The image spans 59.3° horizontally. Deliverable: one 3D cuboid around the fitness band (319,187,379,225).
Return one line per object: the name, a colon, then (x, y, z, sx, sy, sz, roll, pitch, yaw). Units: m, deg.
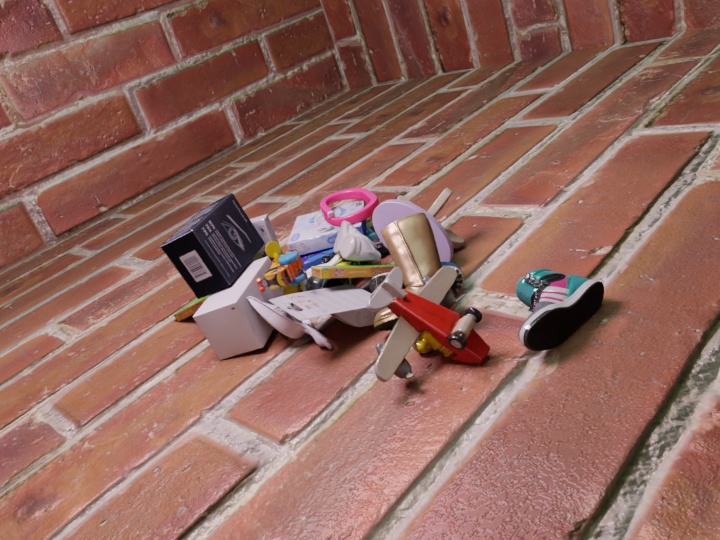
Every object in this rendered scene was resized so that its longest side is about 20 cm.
fitness band: (-0.030, -0.170, 1.649, 0.143, 0.038, 0.200, -21, 25, -9)

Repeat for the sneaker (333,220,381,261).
sneaker: (-0.005, -0.055, 1.427, 0.088, 0.076, 0.200, 15, 15, -16)

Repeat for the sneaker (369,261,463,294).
sneaker: (0.116, 0.024, 1.312, 0.198, 0.079, 0.089, -7, 15, 14)

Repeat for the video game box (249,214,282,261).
video game box: (-0.293, -0.028, 1.591, 0.198, 0.183, 0.047, -14, 21, 12)

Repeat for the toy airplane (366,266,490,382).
toy airplane: (0.100, 0.091, 1.085, 0.198, 0.142, 0.200, -10, 55, -10)

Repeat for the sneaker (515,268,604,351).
sneaker: (0.301, 0.057, 1.060, 0.199, 0.084, 0.120, -26, 28, -31)

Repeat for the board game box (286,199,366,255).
board game box: (-0.082, -0.114, 1.661, 0.197, 0.044, 0.200, -13, 24, 9)

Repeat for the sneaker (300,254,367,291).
sneaker: (-0.040, 0.009, 1.471, 0.199, 0.075, 0.085, -32, 44, -22)

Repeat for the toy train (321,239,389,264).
toy train: (0.000, -0.044, 1.554, 0.198, 0.034, 0.046, -14, 29, -1)

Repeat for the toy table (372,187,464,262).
toy table: (0.136, -0.097, 1.424, 0.184, 0.200, 0.117, -45, -2, 36)

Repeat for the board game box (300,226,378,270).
board game box: (-0.066, -0.061, 1.648, 0.199, 0.045, 0.152, -24, 24, -11)

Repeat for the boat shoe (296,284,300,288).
boat shoe: (-0.224, 0.042, 1.532, 0.200, 0.073, 0.060, -20, 1, 20)

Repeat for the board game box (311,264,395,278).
board game box: (0.000, 0.000, 1.377, 0.198, 0.030, 0.095, -5, 4, -16)

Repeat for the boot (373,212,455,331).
boot: (0.081, 0.004, 1.237, 0.174, 0.066, 0.201, -18, 65, -4)

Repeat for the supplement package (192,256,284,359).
supplement package: (-0.256, 0.080, 1.396, 0.119, 0.122, 0.200, -18, 23, 22)

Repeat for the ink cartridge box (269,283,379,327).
ink cartridge box: (-0.062, 0.080, 1.273, 0.199, 0.051, 0.162, -12, 18, -29)

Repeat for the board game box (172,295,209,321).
board game box: (-0.395, 0.076, 1.581, 0.199, 0.030, 0.095, -20, 17, 47)

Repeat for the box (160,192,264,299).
box: (-0.327, -0.059, 1.428, 0.104, 0.149, 0.200, -21, 21, 27)

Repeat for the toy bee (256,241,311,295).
toy bee: (-0.177, 0.000, 1.379, 0.108, 0.132, 0.200, -21, -3, -4)

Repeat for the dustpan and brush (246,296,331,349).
dustpan and brush: (-0.130, 0.109, 1.297, 0.057, 0.139, 0.200, -50, 57, 11)
